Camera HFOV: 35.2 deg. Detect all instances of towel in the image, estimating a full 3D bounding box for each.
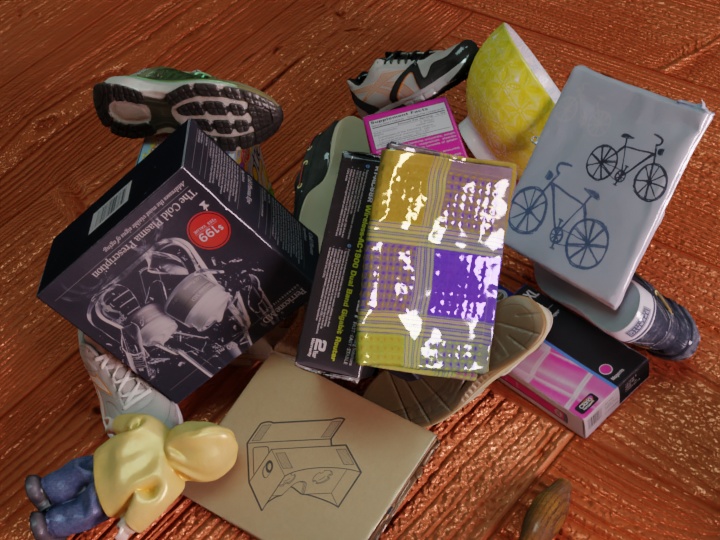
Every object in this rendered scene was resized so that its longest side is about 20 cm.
[{"bbox_3d":[0.067,-0.008,0.996,0.143,0.200,0.023,10,-1,-29],"label":"towel"}]

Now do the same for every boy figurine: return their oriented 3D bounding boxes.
[{"bbox_3d":[-0.209,0.183,1.049,0.200,0.064,0.124,-24,54,1],"label":"boy figurine"}]

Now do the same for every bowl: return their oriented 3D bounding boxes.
[{"bbox_3d":[0.173,-0.159,1.247,0.108,0.200,0.200,-36,43,16],"label":"bowl"}]

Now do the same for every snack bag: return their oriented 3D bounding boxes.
[{"bbox_3d":[0.223,-0.087,1.076,0.189,0.021,0.200,35,104,51],"label":"snack bag"}]

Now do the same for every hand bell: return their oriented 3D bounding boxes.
[{"bbox_3d":[0.128,0.241,0.937,0.104,0.104,0.200,15,40,26],"label":"hand bell"}]

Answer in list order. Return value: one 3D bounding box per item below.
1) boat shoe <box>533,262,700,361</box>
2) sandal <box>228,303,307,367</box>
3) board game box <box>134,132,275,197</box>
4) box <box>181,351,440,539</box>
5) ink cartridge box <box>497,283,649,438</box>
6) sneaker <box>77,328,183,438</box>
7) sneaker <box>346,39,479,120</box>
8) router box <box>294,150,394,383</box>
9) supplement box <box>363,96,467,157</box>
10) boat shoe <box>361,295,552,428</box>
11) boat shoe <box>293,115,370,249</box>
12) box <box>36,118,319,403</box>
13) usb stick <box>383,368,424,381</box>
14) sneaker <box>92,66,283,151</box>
[{"bbox_3d":[0.246,0.026,1.113,0.071,0.091,0.200,-56,28,12],"label":"boat shoe"},{"bbox_3d":[-0.065,0.054,1.158,0.211,0.070,0.078,-3,46,10],"label":"sandal"},{"bbox_3d":[-0.152,-0.067,1.205,0.103,0.200,0.105,-4,46,10],"label":"board game box"},{"bbox_3d":[-0.051,0.180,1.049,0.200,0.021,0.164,23,67,31],"label":"box"},{"bbox_3d":[0.172,0.075,1.108,0.095,0.037,0.200,-39,48,-22],"label":"ink cartridge box"},{"bbox_3d":[-0.245,0.101,1.140,0.076,0.092,0.200,-29,47,-14],"label":"sneaker"},{"bbox_3d":[0.055,-0.226,1.322,0.200,0.080,0.074,-24,5,45],"label":"sneaker"},{"bbox_3d":[0.000,0.000,1.060,0.062,0.150,0.200,12,88,7],"label":"router box"},{"bbox_3d":[0.074,-0.084,1.236,0.103,0.101,0.200,-13,45,2],"label":"supplement box"},{"bbox_3d":[0.092,0.092,1.074,0.201,0.063,0.073,-37,72,13],"label":"boat shoe"},{"bbox_3d":[-0.040,-0.084,1.295,0.063,0.074,0.202,-22,43,46],"label":"boat shoe"},{"bbox_3d":[-0.170,-0.005,1.090,0.200,0.182,0.104,-38,28,19],"label":"box"},{"bbox_3d":[0.057,0.011,1.066,0.033,0.055,0.200,-28,37,48],"label":"usb stick"},{"bbox_3d":[-0.162,-0.177,1.124,0.200,0.077,0.089,10,43,19],"label":"sneaker"}]
